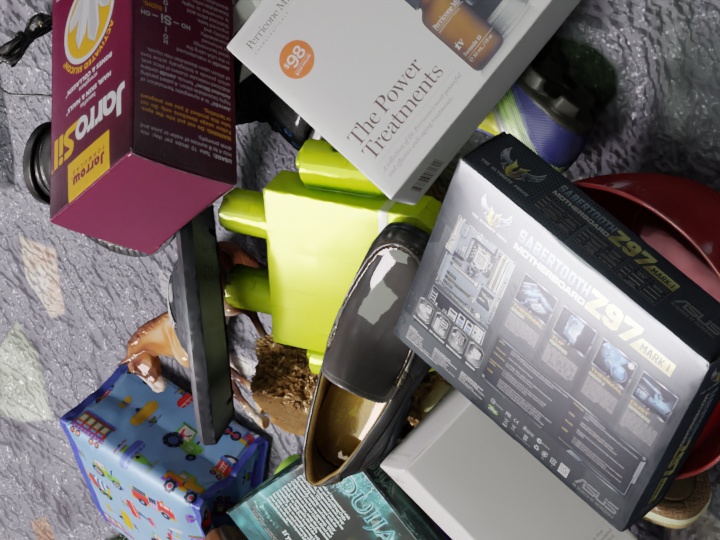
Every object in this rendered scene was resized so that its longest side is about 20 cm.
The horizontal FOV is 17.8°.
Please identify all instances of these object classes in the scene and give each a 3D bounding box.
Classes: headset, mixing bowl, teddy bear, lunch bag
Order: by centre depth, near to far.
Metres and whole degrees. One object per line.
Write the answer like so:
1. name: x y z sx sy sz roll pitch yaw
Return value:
1. mixing bowl: 0.186 0.016 1.435 0.199 0.108 0.202 24 130 32
2. teddy bear: 0.013 0.090 1.681 0.199 0.067 0.145 -3 140 49
3. headset: -0.208 -0.104 1.798 0.123 0.094 0.200 -24 112 45
4. lunch bag: -0.159 0.197 1.925 0.150 0.094 0.201 29 142 25

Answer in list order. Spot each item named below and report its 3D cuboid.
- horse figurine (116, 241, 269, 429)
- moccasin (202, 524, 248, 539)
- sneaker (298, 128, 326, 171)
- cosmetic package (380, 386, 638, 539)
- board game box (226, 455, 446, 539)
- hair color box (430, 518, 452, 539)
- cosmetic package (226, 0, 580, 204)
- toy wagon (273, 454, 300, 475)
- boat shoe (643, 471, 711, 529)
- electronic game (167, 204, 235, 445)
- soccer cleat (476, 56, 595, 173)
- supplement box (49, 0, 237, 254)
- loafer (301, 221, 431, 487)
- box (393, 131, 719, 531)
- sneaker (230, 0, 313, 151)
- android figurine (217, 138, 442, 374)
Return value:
1. horse figurine: -0.110 0.041 1.792 0.132 0.050 0.201 39 137 16
2. moccasin: -0.099 0.277 1.870 0.074 0.077 0.202 57 168 34
3. sneaker: 0.014 -0.038 1.610 0.115 0.075 0.201 35 144 15
4. cosmetic package: 0.116 0.173 1.548 0.200 0.085 0.108 44 172 -3
5. board game box: 0.010 0.219 1.662 0.135 0.028 0.200 -35 94 38
6. hair color box: 0.068 0.223 1.689 0.198 0.065 0.110 14 123 21
7. cosmetic package: 0.035 -0.166 1.431 0.151 0.052 0.200 42 101 18
8. toy wagon: -0.008 0.209 1.807 0.155 0.039 0.201 35 136 23
9. boat shoe: 0.158 0.118 1.571 0.200 0.071 0.077 40 151 33
10. electronic game: -0.117 0.025 1.648 0.200 0.041 0.202 175 90 -87
11. soccer cleat: 0.061 -0.131 1.489 0.200 0.065 0.084 42 118 14
12. supplement box: -0.149 -0.130 1.568 0.110 0.085 0.202 -34 49 44
13. loafer: 0.008 0.062 1.521 0.072 0.072 0.201 24 125 16
14. box: 0.123 0.037 1.389 0.200 0.051 0.158 40 137 21
15. sneaker: -0.075 -0.115 1.635 0.112 0.073 0.200 54 138 7
16. android figurine: 0.000 0.000 1.561 0.198 0.041 0.183 9 121 22
